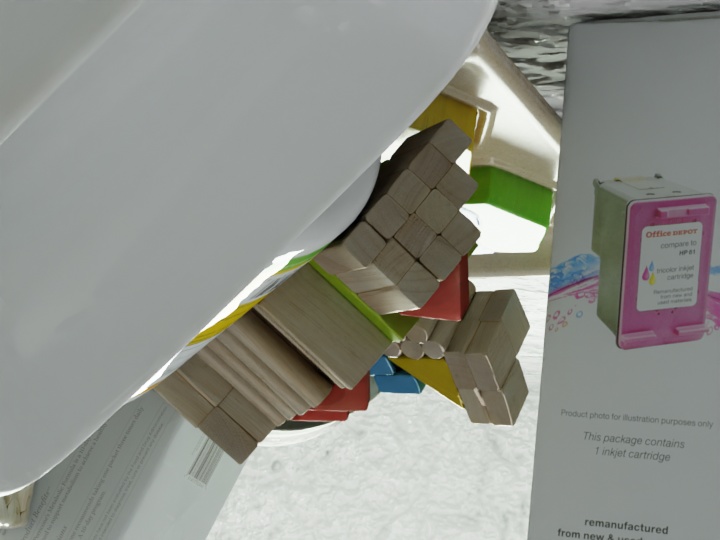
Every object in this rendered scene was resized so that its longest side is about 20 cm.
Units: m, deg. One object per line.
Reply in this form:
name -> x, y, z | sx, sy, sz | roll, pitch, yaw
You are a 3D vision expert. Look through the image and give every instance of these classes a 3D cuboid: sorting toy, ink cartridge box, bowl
sorting toy -> -0.003, -0.041, 0.729 | 0.184, 0.037, 0.200 | -1, 154, 29
ink cartridge box -> 0.136, 0.014, 0.703 | 0.084, 0.201, 0.144 | 3, 173, 30
bowl -> -0.053, -0.049, 0.426 | 0.075, 0.200, 0.200 | 43, 170, 13

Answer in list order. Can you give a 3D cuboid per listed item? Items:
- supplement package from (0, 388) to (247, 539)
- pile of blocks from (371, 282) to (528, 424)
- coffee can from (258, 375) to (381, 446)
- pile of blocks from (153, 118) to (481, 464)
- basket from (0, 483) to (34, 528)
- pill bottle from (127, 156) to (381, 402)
supplement package -> -0.182, 0.093, 1.004 | 0.199, 0.110, 0.114 | 25, 170, 20
pile of blocks -> 0.000, 0.000, 0.897 | 0.200, 0.062, 0.082 | 38, 137, -7
coffee can -> -0.047, 0.020, 1.019 | 0.145, 0.147, 0.200 | 4, 172, -4
pile of blocks -> -0.006, 0.016, 0.682 | 0.062, 0.082, 0.200 | 43, 141, -9
basket -> -0.228, 0.028, 0.906 | 0.135, 0.201, 0.123 | 0, 167, 17
pill bottle -> -0.090, -0.016, 0.654 | 0.111, 0.112, 0.200 | 8, 150, -34
